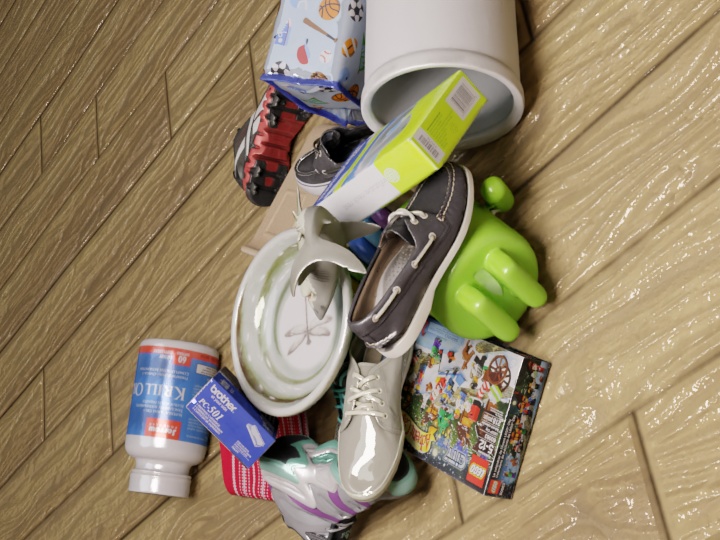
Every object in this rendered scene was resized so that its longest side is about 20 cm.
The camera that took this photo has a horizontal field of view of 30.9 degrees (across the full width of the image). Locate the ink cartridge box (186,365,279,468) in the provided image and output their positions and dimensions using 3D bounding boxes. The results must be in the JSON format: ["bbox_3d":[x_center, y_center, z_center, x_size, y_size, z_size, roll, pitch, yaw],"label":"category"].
[{"bbox_3d":[-0.137,0.158,1.432,0.044,0.094,0.200,-45,2,-2],"label":"ink cartridge box"}]

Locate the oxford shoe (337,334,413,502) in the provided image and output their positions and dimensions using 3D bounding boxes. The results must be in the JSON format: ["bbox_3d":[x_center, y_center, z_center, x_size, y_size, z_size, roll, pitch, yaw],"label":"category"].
[{"bbox_3d":[0.010,0.133,1.319,0.074,0.058,0.203,-2,61,25],"label":"oxford shoe"}]

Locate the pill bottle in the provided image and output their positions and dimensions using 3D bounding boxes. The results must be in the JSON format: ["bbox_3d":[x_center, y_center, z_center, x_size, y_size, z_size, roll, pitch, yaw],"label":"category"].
[{"bbox_3d":[-0.256,0.200,1.752,0.112,0.111,0.203,-11,70,54],"label":"pill bottle"}]

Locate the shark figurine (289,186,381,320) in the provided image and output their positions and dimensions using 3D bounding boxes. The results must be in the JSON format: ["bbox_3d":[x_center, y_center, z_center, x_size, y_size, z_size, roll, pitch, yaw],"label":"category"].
[{"bbox_3d":[-0.023,-0.031,1.239,0.215,0.088,0.130,96,170,-81],"label":"shark figurine"}]

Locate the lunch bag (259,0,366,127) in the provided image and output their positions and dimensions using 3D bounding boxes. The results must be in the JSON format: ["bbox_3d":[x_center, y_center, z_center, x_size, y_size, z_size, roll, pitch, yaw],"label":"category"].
[{"bbox_3d":[-0.023,-0.269,1.517,0.122,0.200,0.173,12,87,24],"label":"lunch bag"}]

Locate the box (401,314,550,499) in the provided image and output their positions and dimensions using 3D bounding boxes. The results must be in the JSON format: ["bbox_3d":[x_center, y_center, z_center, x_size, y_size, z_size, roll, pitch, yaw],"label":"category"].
[{"bbox_3d":[0.098,0.130,1.315,0.199,0.037,0.139,20,95,57],"label":"box"}]

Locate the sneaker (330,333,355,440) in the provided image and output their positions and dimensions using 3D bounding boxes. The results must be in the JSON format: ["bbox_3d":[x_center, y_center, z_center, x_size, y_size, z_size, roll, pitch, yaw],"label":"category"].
[{"bbox_3d":[-0.006,0.126,1.424,0.077,0.090,0.203,25,99,57],"label":"sneaker"}]

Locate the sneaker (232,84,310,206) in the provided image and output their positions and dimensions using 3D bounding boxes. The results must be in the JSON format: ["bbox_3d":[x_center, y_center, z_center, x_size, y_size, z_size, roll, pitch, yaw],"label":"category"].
[{"bbox_3d":[-0.121,-0.191,1.735,0.098,0.070,0.203,30,104,53],"label":"sneaker"}]

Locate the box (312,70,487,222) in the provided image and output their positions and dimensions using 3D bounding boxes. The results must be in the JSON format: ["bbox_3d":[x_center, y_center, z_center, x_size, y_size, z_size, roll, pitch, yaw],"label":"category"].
[{"bbox_3d":[0.030,-0.109,1.301,0.199,0.048,0.122,-32,18,49],"label":"box"}]

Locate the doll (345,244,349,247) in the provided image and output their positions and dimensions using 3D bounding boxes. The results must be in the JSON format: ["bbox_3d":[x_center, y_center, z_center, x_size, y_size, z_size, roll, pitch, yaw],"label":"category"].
[{"bbox_3d":[-0.034,0.070,1.526,0.202,0.048,0.137,-62,34,19],"label":"doll"}]

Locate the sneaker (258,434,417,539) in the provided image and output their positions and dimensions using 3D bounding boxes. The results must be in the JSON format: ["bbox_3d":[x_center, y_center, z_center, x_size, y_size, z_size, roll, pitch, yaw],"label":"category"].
[{"bbox_3d":[-0.012,0.253,1.390,0.198,0.077,0.142,4,116,40],"label":"sneaker"}]

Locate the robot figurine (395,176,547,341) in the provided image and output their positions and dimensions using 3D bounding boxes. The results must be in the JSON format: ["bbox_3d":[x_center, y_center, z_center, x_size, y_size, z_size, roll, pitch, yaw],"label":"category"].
[{"bbox_3d":[0.099,-0.009,1.297,0.176,0.115,0.200,-51,37,4],"label":"robot figurine"}]

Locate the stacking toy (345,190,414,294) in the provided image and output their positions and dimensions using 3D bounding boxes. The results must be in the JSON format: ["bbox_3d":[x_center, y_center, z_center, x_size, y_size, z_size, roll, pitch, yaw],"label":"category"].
[{"bbox_3d":[0.000,0.000,1.435,0.201,0.085,0.086,-54,38,13],"label":"stacking toy"}]

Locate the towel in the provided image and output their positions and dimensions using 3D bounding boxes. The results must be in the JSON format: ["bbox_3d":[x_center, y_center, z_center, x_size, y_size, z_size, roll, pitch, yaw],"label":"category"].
[{"bbox_3d":[-0.121,0.210,1.592,0.199,0.022,0.147,-7,90,55],"label":"towel"}]

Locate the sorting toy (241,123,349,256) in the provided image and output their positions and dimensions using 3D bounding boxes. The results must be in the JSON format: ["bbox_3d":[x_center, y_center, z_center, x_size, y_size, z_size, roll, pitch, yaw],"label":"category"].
[{"bbox_3d":[-0.046,-0.087,1.580,0.184,0.036,0.202,17,73,57],"label":"sorting toy"}]

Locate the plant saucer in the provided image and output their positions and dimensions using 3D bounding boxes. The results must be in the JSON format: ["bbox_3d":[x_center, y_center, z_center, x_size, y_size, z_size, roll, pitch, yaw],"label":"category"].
[{"bbox_3d":[-0.063,0.057,1.398,0.199,0.050,0.204,-14,71,45],"label":"plant saucer"}]

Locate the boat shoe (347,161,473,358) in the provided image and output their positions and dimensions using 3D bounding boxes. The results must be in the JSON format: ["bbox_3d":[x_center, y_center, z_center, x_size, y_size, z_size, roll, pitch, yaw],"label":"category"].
[{"bbox_3d":[0.045,-0.021,1.217,0.073,0.060,0.202,5,66,54],"label":"boat shoe"}]

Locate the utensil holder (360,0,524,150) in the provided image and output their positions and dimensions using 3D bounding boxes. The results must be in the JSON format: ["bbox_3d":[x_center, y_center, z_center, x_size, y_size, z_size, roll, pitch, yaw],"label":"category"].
[{"bbox_3d":[0.085,-0.255,1.368,0.169,0.168,0.203,-28,53,48],"label":"utensil holder"}]

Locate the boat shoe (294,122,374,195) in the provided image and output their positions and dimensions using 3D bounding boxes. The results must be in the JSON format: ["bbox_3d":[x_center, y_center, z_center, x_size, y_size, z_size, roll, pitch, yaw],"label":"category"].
[{"bbox_3d":[-0.019,-0.136,1.496,0.199,0.066,0.071,-2,56,51],"label":"boat shoe"}]
